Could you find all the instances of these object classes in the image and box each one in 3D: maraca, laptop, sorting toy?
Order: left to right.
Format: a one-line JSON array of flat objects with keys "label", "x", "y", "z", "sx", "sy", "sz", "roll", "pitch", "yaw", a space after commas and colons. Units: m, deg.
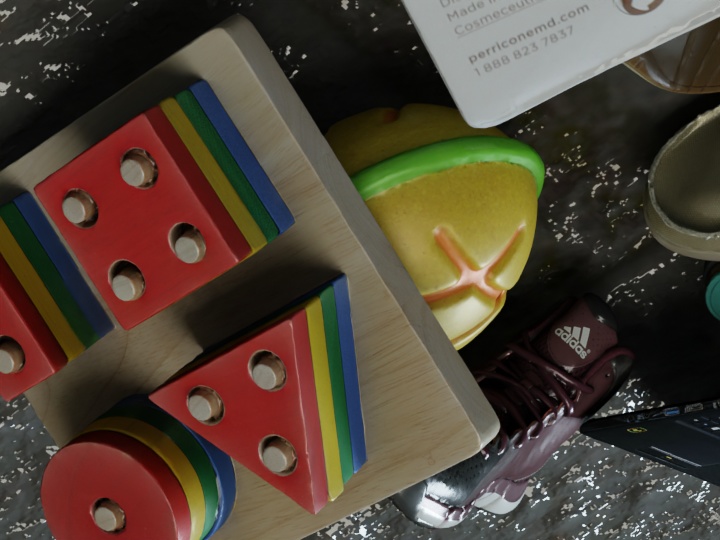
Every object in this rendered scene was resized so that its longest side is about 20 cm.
[{"label": "sorting toy", "x": -0.079, "y": 0.032, "z": 1.064, "sx": 0.199, "sy": 0.070, "sz": 0.200, "roll": -29, "pitch": 96, "yaw": 36}, {"label": "maraca", "x": 0.000, "y": 0.000, "z": 1.127, "sx": 0.136, "sy": 0.108, "sz": 0.200, "roll": -1, "pitch": 149, "yaw": -39}, {"label": "laptop", "x": 0.230, "y": 0.118, "z": 1.190, "sx": 0.199, "sy": 0.104, "sz": 0.177, "roll": -12, "pitch": 159, "yaw": 31}]

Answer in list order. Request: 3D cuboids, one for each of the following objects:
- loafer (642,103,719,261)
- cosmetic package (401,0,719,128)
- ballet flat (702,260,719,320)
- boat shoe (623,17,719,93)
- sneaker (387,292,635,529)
[{"label": "loafer", "x": 0.206, "y": -0.064, "z": 1.108, "sx": 0.199, "sy": 0.076, "sz": 0.068, "roll": -21, "pitch": 149, "yaw": 23}, {"label": "cosmetic package", "x": 0.065, "y": -0.196, "z": 0.908, "sx": 0.166, "sy": 0.201, "sz": 0.167, "roll": -24, "pitch": 130, "yaw": 10}, {"label": "ballet flat", "x": 0.254, "y": 0.023, "z": 1.177, "sx": 0.199, "sy": 0.073, "sz": 0.073, "roll": 25, "pitch": 128, "yaw": 9}, {"label": "boat shoe", "x": 0.105, "y": -0.124, "z": 1.069, "sx": 0.199, "sy": 0.065, "sz": 0.072, "roll": 5, "pitch": 123, "yaw": -38}, {"label": "sneaker", "x": 0.062, "y": 0.052, "z": 1.168, "sx": 0.116, "sy": 0.076, "sz": 0.200, "roll": -45, "pitch": 167, "yaw": 11}]
